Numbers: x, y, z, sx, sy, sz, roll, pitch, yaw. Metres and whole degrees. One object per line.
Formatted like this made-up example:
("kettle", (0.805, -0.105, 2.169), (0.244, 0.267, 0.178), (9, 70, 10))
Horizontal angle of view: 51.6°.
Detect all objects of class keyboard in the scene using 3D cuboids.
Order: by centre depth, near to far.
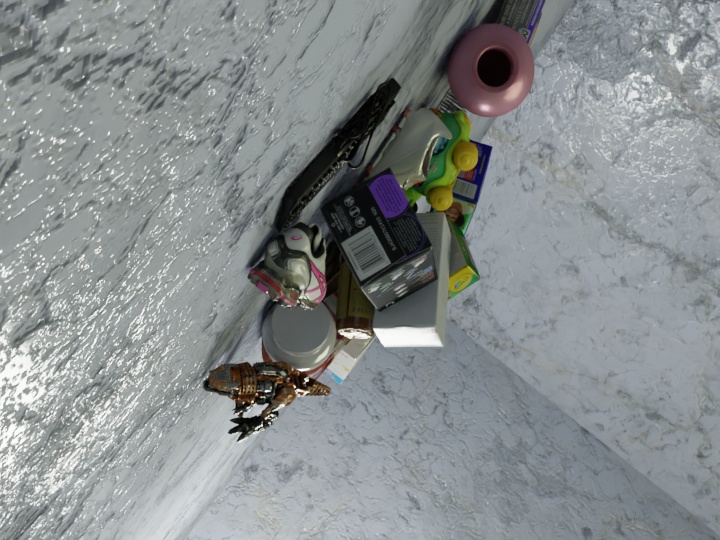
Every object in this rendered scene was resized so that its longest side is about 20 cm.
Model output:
("keyboard", (-0.011, -0.119, 0.780), (0.201, 0.039, 0.104), (-53, 176, -28))

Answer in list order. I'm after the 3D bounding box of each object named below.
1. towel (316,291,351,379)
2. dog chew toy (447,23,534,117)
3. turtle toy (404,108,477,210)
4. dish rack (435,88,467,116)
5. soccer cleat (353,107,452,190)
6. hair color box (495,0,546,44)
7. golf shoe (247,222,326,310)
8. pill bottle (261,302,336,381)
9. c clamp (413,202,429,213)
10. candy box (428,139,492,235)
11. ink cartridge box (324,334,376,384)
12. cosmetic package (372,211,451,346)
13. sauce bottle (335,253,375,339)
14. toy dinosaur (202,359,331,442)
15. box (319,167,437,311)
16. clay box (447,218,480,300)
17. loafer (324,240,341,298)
("towel", (-0.063, 0.085, 1.272), (0.201, 0.144, 0.023), (-49, 133, 4))
("dog chew toy", (0.184, -0.288, 1.092), (0.125, 0.124, 0.200), (-53, -176, 9))
("turtle toy", (0.103, -0.167, 1.167), (0.202, 0.099, 0.147), (-59, -164, 30))
("dish rack", (0.162, -0.280, 1.279), (0.202, 0.054, 0.153), (-57, 176, 27))
("soccer cleat", (0.051, -0.135, 1.057), (0.201, 0.077, 0.069), (-55, 175, 20))
("hair color box", (0.254, -0.390, 1.209), (0.200, 0.064, 0.111), (-23, 135, -79))
("golf shoe", (-0.064, -0.006, 0.865), (0.093, 0.072, 0.200), (-55, 175, 2))
("pill bottle", (-0.094, 0.103, 1.120), (0.113, 0.111, 0.200), (-51, 175, -18))
("c clamp", (0.069, -0.066, 1.318), (0.172, 0.027, 0.200), (-54, 170, -8))
("candy box", (0.164, -0.108, 1.336), (0.202, 0.076, 0.171), (103, 7, -45))
("ink cartridge box", (-0.039, 0.101, 1.453), (0.145, 0.146, 0.200), (-51, 176, -23))
("cosmetic package", (0.082, 0.013, 1.138), (0.074, 0.099, 0.204), (59, 34, -55))
("sauce bottle", (0.000, 0.000, 1.137), (0.066, 0.064, 0.204), (116, -18, -69))
("toy dinosaur", (-0.128, 0.169, 1.029), (0.135, 0.198, 0.104), (-37, -146, 40))
("box", (0.031, -0.034, 1.001), (0.105, 0.124, 0.200), (-28, 166, 2))
("clay box", (0.094, 0.018, 1.235), (0.199, 0.047, 0.116), (-36, -139, 21))
("loafer", (-0.029, -0.006, 1.230), (0.202, 0.071, 0.073), (-55, 175, 18))
